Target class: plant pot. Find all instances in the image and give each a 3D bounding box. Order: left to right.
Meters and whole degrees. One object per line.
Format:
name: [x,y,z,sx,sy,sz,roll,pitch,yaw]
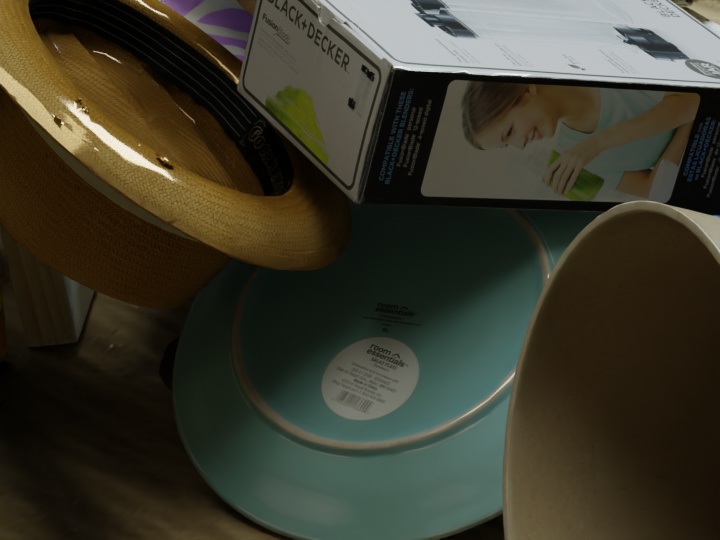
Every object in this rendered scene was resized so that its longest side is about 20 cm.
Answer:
plant pot: [0.181,0.076,1.074,0.199,0.188,0.187,4,23,-23]

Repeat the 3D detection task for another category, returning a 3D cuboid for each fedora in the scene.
fedora: [-0.099,-0.046,1.228,0.200,0.082,0.201,31,21,-13]

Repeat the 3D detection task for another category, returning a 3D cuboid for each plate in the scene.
plate: [0.015,0.022,1.224,0.199,0.026,0.201,-9,51,12]

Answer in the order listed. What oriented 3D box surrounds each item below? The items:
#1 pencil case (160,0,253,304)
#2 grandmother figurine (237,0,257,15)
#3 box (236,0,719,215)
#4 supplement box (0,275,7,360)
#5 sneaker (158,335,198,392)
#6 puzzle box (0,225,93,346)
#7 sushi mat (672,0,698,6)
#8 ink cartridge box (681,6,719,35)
pencil case: [-0.078,-0.083,1.387,0.084,0.085,0.201,-25,55,16]
grandmother figurine: [0.004,-0.096,1.313,0.121,0.200,0.061,-40,41,14]
box: [0.063,-0.075,1.238,0.199,0.060,0.117,1,26,-32]
supplement box: [-0.221,-0.035,1.248,0.108,0.201,0.110,5,27,14]
sneaker: [0.000,0.000,1.306,0.199,0.089,0.074,-18,32,-28]
puzzle box: [-0.148,-0.084,1.349,0.025,0.201,0.133,-6,25,8]
sushi mat: [0.122,-0.139,1.575,0.095,0.012,0.199,-17,8,-42]
ink cartridge box: [0.106,-0.062,1.447,0.199,0.068,0.117,-15,30,-27]
